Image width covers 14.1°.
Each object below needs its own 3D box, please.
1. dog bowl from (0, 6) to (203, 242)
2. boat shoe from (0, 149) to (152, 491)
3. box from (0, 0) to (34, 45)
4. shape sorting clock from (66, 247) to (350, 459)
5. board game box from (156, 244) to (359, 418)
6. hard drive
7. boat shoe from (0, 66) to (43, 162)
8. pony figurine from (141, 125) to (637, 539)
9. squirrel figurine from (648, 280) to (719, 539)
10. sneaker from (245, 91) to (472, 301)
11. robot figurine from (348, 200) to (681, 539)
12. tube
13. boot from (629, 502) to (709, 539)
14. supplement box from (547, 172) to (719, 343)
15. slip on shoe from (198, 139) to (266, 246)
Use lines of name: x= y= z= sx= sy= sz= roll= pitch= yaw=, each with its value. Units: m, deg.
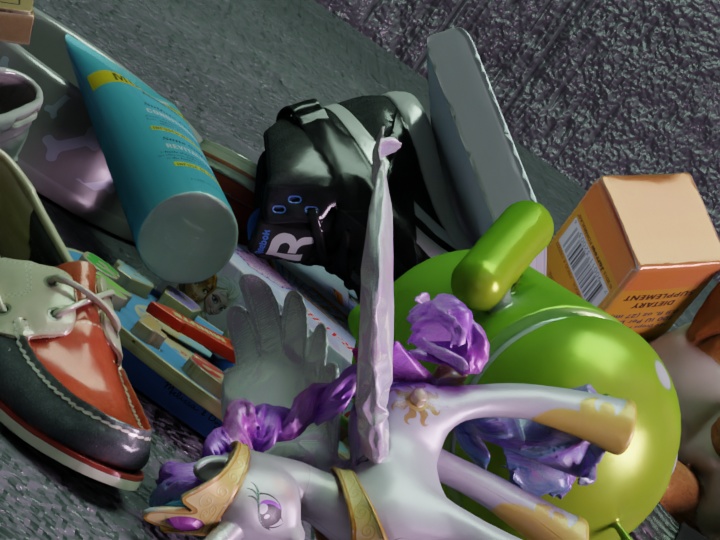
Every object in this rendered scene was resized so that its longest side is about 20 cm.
dog bowl: x=-0.173 y=-0.094 z=1.645 sx=0.200 sy=0.059 sz=0.200 roll=35 pitch=9 yaw=-6
boat shoe: x=-0.133 y=0.018 z=1.199 sx=0.071 sy=0.063 sz=0.200 roll=30 pitch=11 yaw=-41
box: x=-0.261 y=-0.173 z=1.463 sx=0.198 sy=0.021 sz=0.164 roll=8 pitch=31 yaw=-10
shape sorting clock: x=-0.063 y=0.047 z=1.378 sx=0.199 sy=0.039 sz=0.200 roll=35 pitch=9 yaw=-6
board game box: x=0.012 y=0.064 z=1.562 sx=0.200 sy=0.041 sz=0.199 roll=40 pitch=9 yaw=23
hard drive: x=0.069 y=-0.024 z=1.568 sx=0.200 sy=0.027 sz=0.133 roll=82 pitch=-11 yaw=-63
boat shoe: x=-0.210 y=-0.080 z=1.407 sx=0.072 sy=0.066 sz=0.200 roll=39 pitch=9 yaw=20
pony figurine: x=0.013 y=0.067 z=1.198 sx=0.199 sy=0.167 sz=0.194 roll=18 pitch=49 yaw=-15
squirrel figurine: x=0.220 y=0.129 z=1.634 sx=0.187 sy=0.141 sz=0.200 roll=62 pitch=9 yaw=24
sneaker: x=0.000 y=0.000 z=1.534 sx=0.111 sy=0.073 sz=0.201 roll=-8 pitch=58 yaw=-20
robot figurine: x=0.070 y=0.061 z=1.353 sx=0.200 sy=0.115 sz=0.177 roll=33 pitch=-38 yaw=58
tube: x=-0.108 y=-0.061 z=1.510 sx=0.077 sy=0.050 sz=0.200 roll=38 pitch=12 yaw=-30
boot: x=0.171 y=0.174 z=1.445 sx=0.158 sy=0.080 sz=0.211 roll=42 pitch=-2 yaw=-4
supplement box: x=0.127 y=0.027 z=1.652 sx=0.066 sy=0.200 sz=0.069 roll=-4 pitch=60 yaw=-30
slip on shoe: x=-0.064 y=-0.016 z=1.658 sx=0.074 sy=0.061 sz=0.200 roll=27 pitch=-7 yaw=18
